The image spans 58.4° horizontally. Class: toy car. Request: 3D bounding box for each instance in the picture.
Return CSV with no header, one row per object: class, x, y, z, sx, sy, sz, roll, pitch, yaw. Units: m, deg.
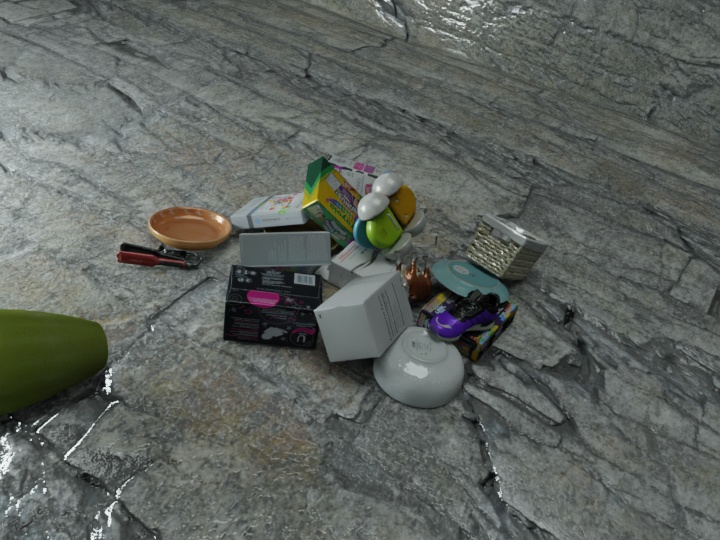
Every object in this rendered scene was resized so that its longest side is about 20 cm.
toy car,0.054,-0.128,1.597,0.150,0.175,0.200,-11,34,41

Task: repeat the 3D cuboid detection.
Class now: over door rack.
over door rack,0.096,-0.086,1.705,0.199,0.067,0.148,-14,40,-1

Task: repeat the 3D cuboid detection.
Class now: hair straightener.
hair straightener,-0.465,-0.043,1.520,0.199,0.041,0.077,4,38,-12

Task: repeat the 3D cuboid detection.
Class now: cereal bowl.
cereal bowl,0.128,0.188,1.360,0.199,0.084,0.200,9,38,-7

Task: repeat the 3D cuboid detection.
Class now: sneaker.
sneaker,0.230,0.086,1.399,0.200,0.100,0.070,-11,44,-40

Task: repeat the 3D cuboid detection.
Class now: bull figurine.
bull figurine,0.118,0.019,1.511,0.065,0.122,0.200,1,-6,23

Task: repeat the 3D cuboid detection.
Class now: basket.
basket,0.376,-0.055,1.661,0.135,0.124,0.200,36,16,28

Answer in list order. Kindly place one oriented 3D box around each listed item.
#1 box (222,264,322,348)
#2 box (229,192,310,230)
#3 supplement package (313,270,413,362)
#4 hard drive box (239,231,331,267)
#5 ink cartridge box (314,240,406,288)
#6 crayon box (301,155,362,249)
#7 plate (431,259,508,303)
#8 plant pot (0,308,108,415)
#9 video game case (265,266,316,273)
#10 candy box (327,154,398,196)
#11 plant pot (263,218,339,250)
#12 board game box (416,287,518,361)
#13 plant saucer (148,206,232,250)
box,-0.188,0.078,1.385,0.199,0.115,0.132,7,36,-9
box,-0.213,-0.155,1.662,0.199,0.041,0.156,-2,24,19
supplement package,0.011,0.094,1.354,0.121,0.120,0.200,-10,14,28
hard drive box,-0.170,-0.050,1.478,0.199,0.077,0.156,-1,3,-5
ink cartridge box,0.000,0.000,1.579,0.200,0.067,0.116,26,39,17
crayon box,-0.060,-0.166,1.659,0.200,0.058,0.173,42,34,-35
plate,0.272,0.018,1.575,0.199,0.026,0.200,15,26,-7
plant pot,-0.568,0.151,1.151,0.200,0.188,0.187,-5,38,-45
video game case,-0.193,-0.007,1.573,0.143,0.018,0.200,19,37,9
candy box,-0.005,-0.233,1.823,0.199,0.137,0.061,16,38,5
plant pot,-0.153,-0.087,1.659,0.199,0.028,0.200,12,26,-6
board game box,0.255,0.107,1.524,0.165,0.057,0.200,30,40,25
plant saucer,-0.420,-0.101,1.594,0.199,0.038,0.200,10,27,-5
